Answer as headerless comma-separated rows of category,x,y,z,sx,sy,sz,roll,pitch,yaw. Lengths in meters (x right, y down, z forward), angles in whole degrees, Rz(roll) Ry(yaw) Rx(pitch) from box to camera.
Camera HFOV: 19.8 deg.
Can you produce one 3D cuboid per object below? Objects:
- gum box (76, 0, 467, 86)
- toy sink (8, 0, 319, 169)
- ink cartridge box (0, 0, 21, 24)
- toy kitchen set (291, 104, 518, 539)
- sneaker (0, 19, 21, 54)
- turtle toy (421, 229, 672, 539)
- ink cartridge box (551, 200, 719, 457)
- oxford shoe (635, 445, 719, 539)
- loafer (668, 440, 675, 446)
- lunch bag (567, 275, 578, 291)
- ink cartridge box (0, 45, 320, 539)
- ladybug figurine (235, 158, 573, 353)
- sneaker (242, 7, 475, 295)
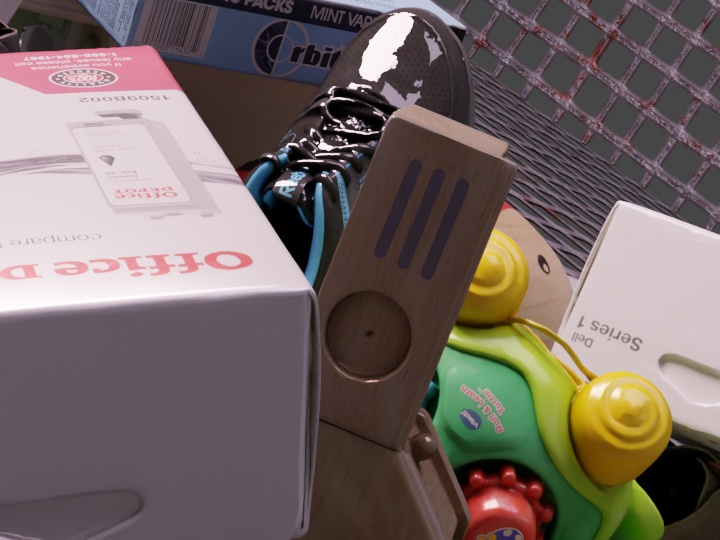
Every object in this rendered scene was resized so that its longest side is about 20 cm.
gum box,-0.070,-0.147,0.995,0.169,0.045,0.200,6,24,-33
toy sink,-0.114,-0.096,1.053,0.199,0.113,0.130,9,21,-29
ink cartridge box,-0.243,-0.162,0.926,0.144,0.146,0.200,27,14,-30
toy kitchen set,0.066,0.072,0.644,0.199,0.182,0.163,22,9,3
sneaker,-0.126,-0.026,0.780,0.199,0.107,0.075,31,11,-14
turtle toy,0.050,0.087,0.789,0.200,0.101,0.146,47,-27,9
ink cartridge box,0.190,0.050,0.939,0.145,0.085,0.200,22,-4,27
oxford shoe,0.165,0.121,0.920,0.198,0.075,0.071,7,45,-10
loafer,0.146,0.127,1.015,0.070,0.068,0.201,33,12,-49
lunch bag,0.089,0.032,1.178,0.199,0.078,0.160,20,7,-47
ink cartridge box,-0.107,0.005,0.622,0.145,0.083,0.200,-5,26,-18
ladybug figurine,0.000,0.000,0.930,0.199,0.136,0.072,13,-31,19
sneaker,-0.007,-0.034,0.857,0.073,0.201,0.082,16,-24,18
